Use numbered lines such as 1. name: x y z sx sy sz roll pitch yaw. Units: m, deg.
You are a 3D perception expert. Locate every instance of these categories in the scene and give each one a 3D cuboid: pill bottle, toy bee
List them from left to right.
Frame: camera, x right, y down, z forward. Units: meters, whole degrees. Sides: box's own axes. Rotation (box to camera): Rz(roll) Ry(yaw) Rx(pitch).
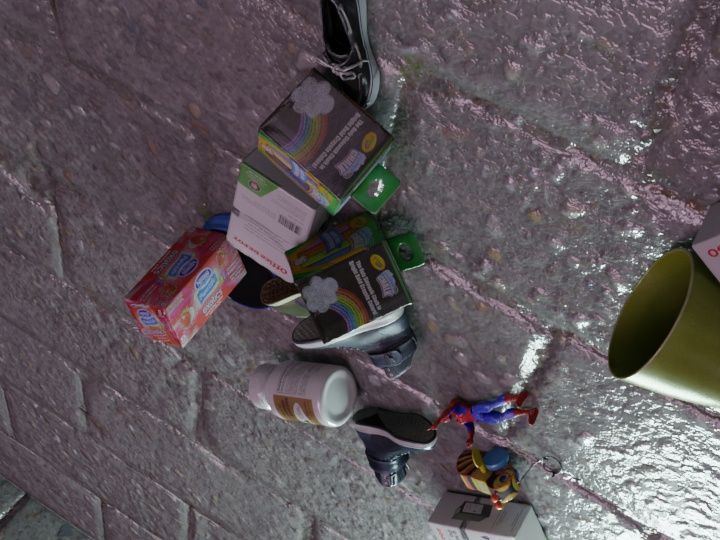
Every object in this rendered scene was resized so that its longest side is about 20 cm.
1. pill bottle: -0.115 0.231 2.019 0.199 0.115 0.115 2 130 39
2. toy bee: 0.237 0.365 1.860 0.131 0.109 0.200 47 143 -7

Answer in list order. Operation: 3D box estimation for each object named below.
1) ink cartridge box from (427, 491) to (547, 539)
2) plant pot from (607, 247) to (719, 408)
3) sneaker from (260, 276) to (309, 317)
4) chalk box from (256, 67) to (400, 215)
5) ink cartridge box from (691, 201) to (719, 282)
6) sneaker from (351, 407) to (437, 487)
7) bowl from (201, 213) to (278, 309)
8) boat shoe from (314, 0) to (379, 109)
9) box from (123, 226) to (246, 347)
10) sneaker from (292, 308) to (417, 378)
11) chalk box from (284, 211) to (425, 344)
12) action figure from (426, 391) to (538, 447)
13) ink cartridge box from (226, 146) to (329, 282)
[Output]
1. ink cartridge box: 0.248 0.512 2.017 0.199 0.084 0.146 -1 127 41
2. plant pot: 0.457 0.099 1.367 0.199 0.188 0.187 27 144 -7
3. sneaker: -0.070 0.039 1.838 0.199 0.068 0.090 -10 152 29
4. chalk box: -0.036 -0.167 1.511 0.200 0.125 0.124 42 171 -1
5. ink cartridge box: 0.518 -0.004 1.262 0.200 0.084 0.144 48 142 -11
6. sneaker: 0.081 0.343 1.983 0.201 0.077 0.147 8 122 48
7. bowl: -0.217 -0.011 1.923 0.199 0.039 0.202 24 140 21
8. boat shoe: -0.021 -0.297 1.441 0.073 0.068 0.201 22 140 23
9. box: -0.301 0.025 1.834 0.099 0.200 0.096 12 137 31
10. sneaker: -0.003 0.128 1.791 0.200 0.077 0.147 -14 129 14
11. chalk box: 0.000 0.000 1.649 0.124 0.199 0.126 -116 1 -63
12. action figure: 0.197 0.260 1.801 0.199 0.099 0.065 -13 118 49
13. ink cartridge box: -0.130 -0.096 1.725 0.145 0.084 0.201 34 143 9
